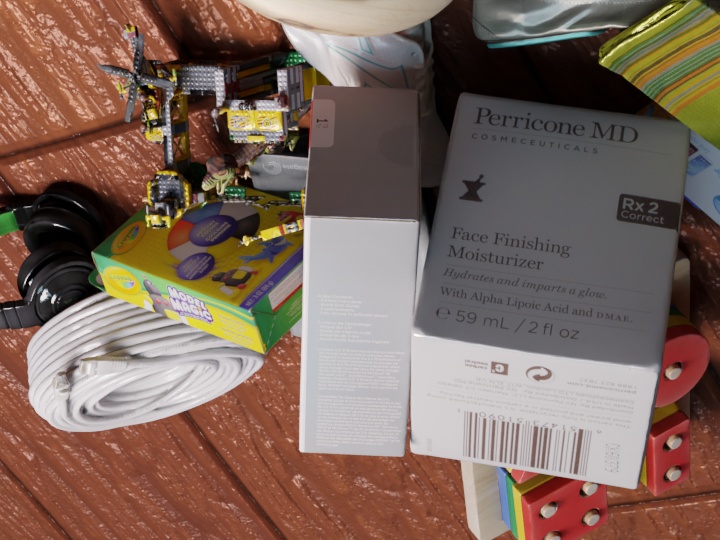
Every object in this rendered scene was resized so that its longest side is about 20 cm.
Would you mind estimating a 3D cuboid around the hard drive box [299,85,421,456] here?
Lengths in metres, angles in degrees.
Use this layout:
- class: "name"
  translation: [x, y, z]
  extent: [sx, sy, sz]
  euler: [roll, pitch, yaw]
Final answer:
- class: "hard drive box"
  translation: [0.000, 0.000, 1.448]
  extent: [0.076, 0.156, 0.201]
  euler: [3, 126, 0]

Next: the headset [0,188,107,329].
- class: "headset"
  translation: [-0.238, 0.000, 1.731]
  extent: [0.198, 0.124, 0.094]
  euler: [-8, 135, 4]

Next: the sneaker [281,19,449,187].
- class: "sneaker"
  translation: [0.022, -0.139, 1.502]
  extent: [0.080, 0.071, 0.201]
  euler: [-21, 125, 25]

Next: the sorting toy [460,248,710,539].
- class: "sorting toy"
  translation: [0.175, 0.110, 1.594]
  extent: [0.070, 0.199, 0.200]
  euler: [49, 158, 41]

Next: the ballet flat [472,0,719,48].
- class: "ballet flat"
  translation: [0.167, -0.181, 1.400]
  extent: [0.198, 0.067, 0.064]
  euler: [1, 104, 20]

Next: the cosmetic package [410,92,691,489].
- class: "cosmetic package"
  translation: [0.129, 0.014, 1.445]
  extent: [0.163, 0.201, 0.165]
  euler: [8, 148, 7]

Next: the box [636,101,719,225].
- class: "box"
  translation: [0.277, -0.095, 1.453]
  extent: [0.119, 0.042, 0.200]
  euler: [38, 134, -16]

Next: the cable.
- class: "cable"
  translation: [-0.175, 0.070, 1.732]
  extent: [0.199, 0.070, 0.200]
  euler: [-12, 161, -24]

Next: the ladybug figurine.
- class: "ladybug figurine"
  translation: [-0.022, -0.227, 1.405]
  extent: [0.199, 0.072, 0.137]
  euler: [16, 99, 0]

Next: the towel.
- class: "towel"
  translation: [0.253, -0.106, 1.389]
  extent: [0.199, 0.018, 0.086]
  euler: [33, 139, -25]

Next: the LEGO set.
- class: "LEGO set"
  translation: [-0.096, -0.092, 1.535]
  extent: [0.199, 0.116, 0.155]
  euler: [12, 107, 23]

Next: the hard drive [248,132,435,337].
- class: "hard drive"
  translation: [-0.004, -0.022, 1.661]
  extent: [0.138, 0.033, 0.201]
  euler: [6, 135, 19]

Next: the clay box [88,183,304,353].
- class: "clay box"
  translation: [-0.113, -0.014, 1.617]
  extent: [0.199, 0.115, 0.048]
  euler: [19, 140, 37]
